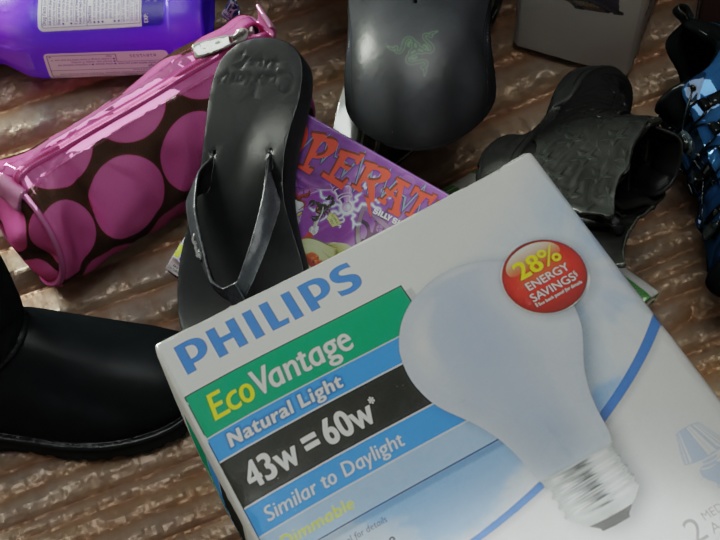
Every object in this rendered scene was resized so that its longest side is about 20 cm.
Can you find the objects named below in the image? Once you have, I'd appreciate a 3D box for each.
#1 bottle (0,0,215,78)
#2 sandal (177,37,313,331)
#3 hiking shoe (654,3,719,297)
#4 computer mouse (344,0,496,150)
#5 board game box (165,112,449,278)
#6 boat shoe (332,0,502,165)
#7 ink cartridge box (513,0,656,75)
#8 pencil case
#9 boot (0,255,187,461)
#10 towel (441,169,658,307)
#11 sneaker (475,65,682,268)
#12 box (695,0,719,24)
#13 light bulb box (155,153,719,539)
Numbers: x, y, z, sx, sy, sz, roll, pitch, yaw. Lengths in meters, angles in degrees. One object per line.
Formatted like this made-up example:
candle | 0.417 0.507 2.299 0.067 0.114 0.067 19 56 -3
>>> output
bottle | -0.196 -0.166 0.939 0.198 0.065 0.084 -3 56 2
sandal | -0.067 -0.034 0.787 0.075 0.043 0.202 -5 73 18
hiking shoe | 0.205 -0.066 0.834 0.086 0.075 0.201 22 48 -7
computer mouse | 0.028 -0.151 0.839 0.137 0.053 0.201 -5 45 2
board game box | 0.000 0.000 0.792 0.199 0.032 0.120 31 82 23
boat shoe | 0.036 -0.118 0.889 0.063 0.071 0.201 16 57 15
ink cartridge box | 0.160 -0.244 0.888 0.084 0.201 0.145 18 59 12
pencil case | -0.126 -0.077 0.858 0.199 0.094 0.091 -37 73 -17
boot | -0.181 0.029 0.748 0.198 0.169 0.077 -2 56 2
towel | 0.050 0.036 0.818 0.200 0.023 0.152 -40 62 -19
sneaker | 0.139 -0.063 0.808 0.104 0.060 0.200 6 29 35
box | 0.272 -0.261 0.950 0.074 0.100 0.201 12 59 11
light bulb box | 0.045 0.090 0.631 0.197 0.125 0.201 -28 60 -12
